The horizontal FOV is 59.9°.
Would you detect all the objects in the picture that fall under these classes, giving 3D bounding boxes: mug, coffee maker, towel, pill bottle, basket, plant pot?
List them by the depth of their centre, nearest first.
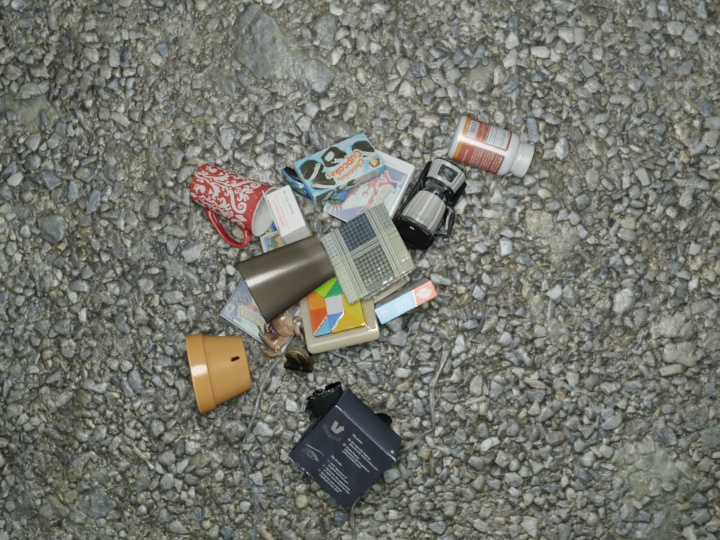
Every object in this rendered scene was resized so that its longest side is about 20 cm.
[{"bbox_3d":[-0.173,0.011,1.497,0.199,0.136,0.181,-27,132,-10],"label":"basket"},{"bbox_3d":[0.016,-0.039,1.523,0.192,0.035,0.201,-29,69,11],"label":"towel"},{"bbox_3d":[0.163,-0.166,1.582,0.134,0.192,0.201,39,71,-20],"label":"coffee maker"},{"bbox_3d":[0.331,-0.308,1.585,0.198,0.112,0.113,20,92,1],"label":"pill bottle"},{"bbox_3d":[-0.333,-0.169,1.596,0.199,0.133,0.179,25,81,13],"label":"mug"},{"bbox_3d":[-0.360,0.252,1.602,0.139,0.200,0.202,-10,91,-13],"label":"plant pot"}]

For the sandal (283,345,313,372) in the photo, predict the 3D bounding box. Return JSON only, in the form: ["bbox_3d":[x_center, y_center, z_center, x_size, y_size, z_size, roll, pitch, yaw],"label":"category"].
[{"bbox_3d":[-0.157,0.218,1.589,0.081,0.200,0.055,11,66,3],"label":"sandal"}]

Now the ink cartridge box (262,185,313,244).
[{"bbox_3d":[-0.170,-0.125,1.526,0.067,0.200,0.117,-25,73,0],"label":"ink cartridge box"}]

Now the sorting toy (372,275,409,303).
[{"bbox_3d":[0.000,0.000,1.620,0.199,0.107,0.181,-30,84,3],"label":"sorting toy"}]

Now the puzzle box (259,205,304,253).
[{"bbox_3d":[-0.185,-0.056,1.628,0.132,0.025,0.201,-19,72,2],"label":"puzzle box"}]

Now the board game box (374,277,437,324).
[{"bbox_3d":[0.111,0.072,1.562,0.152,0.200,0.041,-28,90,4],"label":"board game box"}]

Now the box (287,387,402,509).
[{"bbox_3d":[-0.035,0.442,1.557,0.197,0.117,0.200,42,108,1],"label":"box"}]

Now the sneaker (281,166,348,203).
[{"bbox_3d":[-0.114,-0.232,1.616,0.198,0.071,0.083,18,72,24],"label":"sneaker"}]

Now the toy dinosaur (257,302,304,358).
[{"bbox_3d":[-0.211,0.125,1.618,0.134,0.086,0.202,-8,86,9],"label":"toy dinosaur"}]

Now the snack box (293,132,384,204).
[{"bbox_3d":[-0.052,-0.256,1.558,0.199,0.037,0.117,-26,67,-12],"label":"snack box"}]

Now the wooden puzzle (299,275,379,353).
[{"bbox_3d":[-0.059,0.089,1.547,0.183,0.037,0.202,-13,80,5],"label":"wooden puzzle"}]

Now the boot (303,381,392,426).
[{"bbox_3d":[-0.036,0.370,1.641,0.197,0.073,0.164,-25,93,9],"label":"boot"}]

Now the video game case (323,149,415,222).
[{"bbox_3d":[0.021,-0.210,1.611,0.181,0.023,0.201,26,93,20],"label":"video game case"}]

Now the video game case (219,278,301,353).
[{"bbox_3d":[-0.245,0.096,1.666,0.199,0.023,0.183,33,93,1],"label":"video game case"}]
